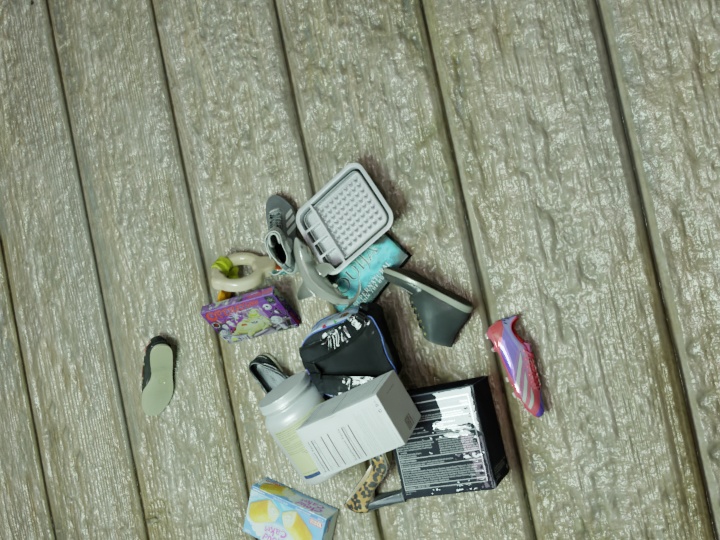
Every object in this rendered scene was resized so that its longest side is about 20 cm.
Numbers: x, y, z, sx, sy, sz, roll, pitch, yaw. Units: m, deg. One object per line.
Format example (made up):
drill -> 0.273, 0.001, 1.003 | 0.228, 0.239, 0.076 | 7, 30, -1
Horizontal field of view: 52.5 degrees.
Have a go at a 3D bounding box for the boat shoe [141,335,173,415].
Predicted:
boat shoe -> -0.499, 0.260, 1.791 | 0.063, 0.073, 0.204 | 42, 126, 57

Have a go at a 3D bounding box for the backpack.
backpack -> -0.023, 0.165, 1.511 | 0.188, 0.154, 0.202 | -18, 100, 15

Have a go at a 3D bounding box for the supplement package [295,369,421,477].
supplement package -> -0.004, 0.295, 1.404 | 0.199, 0.114, 0.110 | -29, 95, 28

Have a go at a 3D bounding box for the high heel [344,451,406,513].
high heel -> 0.003, 0.421, 1.563 | 0.141, 0.071, 0.202 | -18, 94, 17

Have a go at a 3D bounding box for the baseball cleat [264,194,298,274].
baseball cleat -> -0.174, -0.092, 1.582 | 0.069, 0.106, 0.202 | -26, 65, 11

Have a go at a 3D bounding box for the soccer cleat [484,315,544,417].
soccer cleat -> 0.316, 0.186, 1.422 | 0.076, 0.067, 0.202 | -30, 78, 17

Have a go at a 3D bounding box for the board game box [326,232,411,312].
board game box -> 0.000, 0.000, 1.571 | 0.135, 0.028, 0.201 | 43, 107, 16

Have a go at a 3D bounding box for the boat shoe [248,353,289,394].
boat shoe -> -0.179, 0.269, 1.642 | 0.075, 0.066, 0.200 | -45, 75, 18

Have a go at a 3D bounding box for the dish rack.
dish rack -> -0.029, -0.108, 1.544 | 0.200, 0.043, 0.173 | -40, 70, 22

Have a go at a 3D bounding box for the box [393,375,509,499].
box -> 0.172, 0.331, 1.457 | 0.198, 0.123, 0.201 | -14, 87, 25

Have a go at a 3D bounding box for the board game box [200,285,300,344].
board game box -> -0.248, 0.103, 1.647 | 0.198, 0.033, 0.121 | -16, 128, 24

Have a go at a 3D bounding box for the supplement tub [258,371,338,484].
supplement tub -> -0.111, 0.333, 1.548 | 0.144, 0.145, 0.201 | -30, 99, 22

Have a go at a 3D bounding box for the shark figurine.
shark figurine -> -0.084, 0.042, 1.507 | 0.214, 0.089, 0.129 | 40, 146, 33

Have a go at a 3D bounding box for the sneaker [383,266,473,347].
sneaker -> 0.120, 0.074, 1.488 | 0.198, 0.075, 0.107 | 28, 104, 12

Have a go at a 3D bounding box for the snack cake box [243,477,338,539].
snack cake box -> -0.158, 0.565, 1.647 | 0.198, 0.067, 0.117 | 16, 98, 23

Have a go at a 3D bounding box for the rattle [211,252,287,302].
rattle -> -0.235, 0.035, 1.663 | 0.197, 0.130, 0.145 | -6, 110, -6
